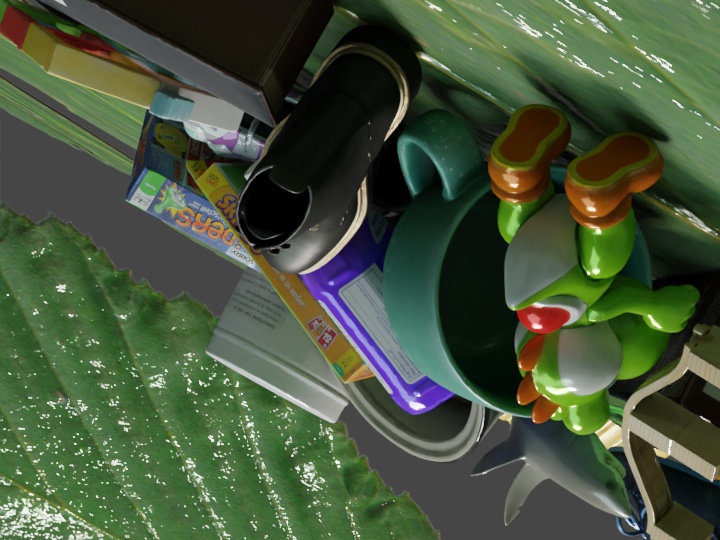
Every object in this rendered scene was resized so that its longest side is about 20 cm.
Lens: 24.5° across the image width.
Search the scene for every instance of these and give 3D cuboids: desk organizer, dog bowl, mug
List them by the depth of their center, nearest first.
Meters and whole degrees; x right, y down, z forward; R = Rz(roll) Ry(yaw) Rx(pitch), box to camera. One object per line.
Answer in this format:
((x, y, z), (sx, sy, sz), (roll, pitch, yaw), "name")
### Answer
((-0.119, -0.168, 0.936), (0.199, 0.077, 0.072), (29, 173, 8), "desk organizer")
((0.090, -0.008, 1.040), (0.151, 0.186, 0.114), (-3, -174, -21), "mug")
((0.048, 0.041, 1.259), (0.200, 0.074, 0.201), (35, 141, 35), "dog bowl")

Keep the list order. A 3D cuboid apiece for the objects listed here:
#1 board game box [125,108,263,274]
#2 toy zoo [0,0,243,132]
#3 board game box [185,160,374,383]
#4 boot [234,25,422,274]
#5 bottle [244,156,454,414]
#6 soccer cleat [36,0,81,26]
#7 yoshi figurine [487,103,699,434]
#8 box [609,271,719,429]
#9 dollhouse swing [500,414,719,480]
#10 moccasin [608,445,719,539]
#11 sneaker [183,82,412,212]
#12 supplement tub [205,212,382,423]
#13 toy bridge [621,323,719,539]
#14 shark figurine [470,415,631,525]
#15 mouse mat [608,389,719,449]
((-0.110, -0.082, 1.313), (0.135, 0.035, 0.200), (29, -155, -15), "board game box")
((-0.157, -0.131, 1.061), (0.131, 0.021, 0.200), (16, -169, -30), "toy zoo")
((-0.043, -0.008, 1.196), (0.200, 0.030, 0.095), (50, -159, 14), "board game box")
((-0.045, -0.037, 0.970), (0.077, 0.139, 0.200), (29, 139, 6), "boot")
((0.000, 0.000, 1.116), (0.200, 0.065, 0.084), (53, -162, -10), "bottle")
((-0.148, -0.186, 1.053), (0.199, 0.068, 0.073), (30, 151, 28), "soccer cleat")
((0.131, 0.000, 0.935), (0.113, 0.111, 0.201), (-98, -1, -50), "yoshi figurine")
((0.228, 0.061, 1.096), (0.075, 0.101, 0.200), (30, 174, -7), "box")
((0.202, 0.134, 1.344), (0.199, 0.176, 0.182), (31, -150, -15), "dollhouse swing")
((0.227, 0.177, 1.209), (0.080, 0.069, 0.200), (28, 174, -21), "moccasin")
((-0.028, -0.097, 1.154), (0.199, 0.078, 0.140), (22, 176, -28), "sneaker")
((-0.029, 0.011, 1.392), (0.131, 0.201, 0.132), (29, 174, 3), "supplement tub")
((0.189, 0.096, 0.985), (0.067, 0.027, 0.201), (32, 147, 27), "toy bridge")
((0.121, 0.136, 1.230), (0.129, 0.089, 0.214), (58, 171, 2), "shark figurine")
((0.217, 0.115, 1.095), (0.161, 0.008, 0.200), (34, 173, -41), "mouse mat")
